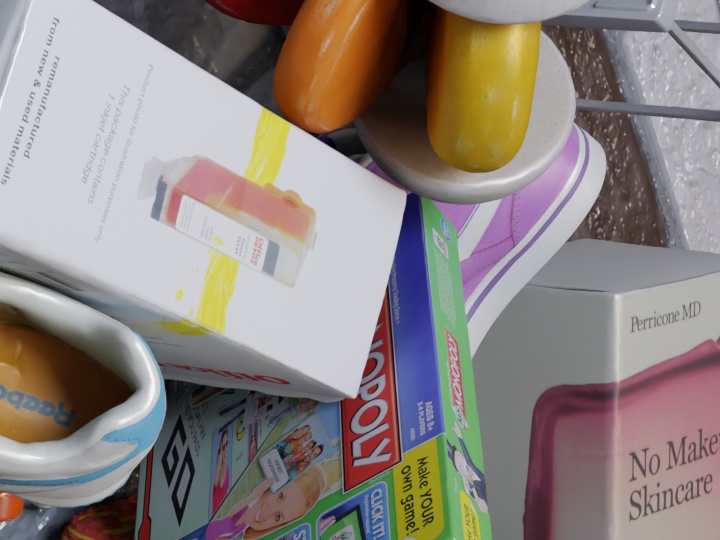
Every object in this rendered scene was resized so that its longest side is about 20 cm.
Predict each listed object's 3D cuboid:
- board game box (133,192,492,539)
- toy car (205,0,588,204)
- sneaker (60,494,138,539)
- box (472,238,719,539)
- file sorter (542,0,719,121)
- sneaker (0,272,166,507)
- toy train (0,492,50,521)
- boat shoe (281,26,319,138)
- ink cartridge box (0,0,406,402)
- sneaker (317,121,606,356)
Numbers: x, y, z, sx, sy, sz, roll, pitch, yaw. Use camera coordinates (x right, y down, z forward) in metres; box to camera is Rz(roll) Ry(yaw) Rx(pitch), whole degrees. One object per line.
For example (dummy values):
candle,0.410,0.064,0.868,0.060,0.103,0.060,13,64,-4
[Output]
board game box,-0.021,0.066,0.812,0.029,0.134,0.200,48,21,-29
toy car,0.014,-0.131,0.792,0.175,0.150,0.200,98,1,-60
sneaker,-0.046,0.139,0.916,0.200,0.073,0.077,23,86,-47
box,0.112,0.094,1.067,0.128,0.109,0.201,-12,105,-48
file sorter,0.127,-0.180,1.026,0.124,0.138,0.200,36,68,-50
sneaker,-0.158,0.022,0.698,0.199,0.081,0.077,10,71,-13
toy train,-0.164,0.114,0.788,0.150,0.055,0.200,84,23,-56
boat shoe,0.018,-0.074,0.962,0.074,0.067,0.200,-54,132,-30
ink cartridge box,-0.101,-0.027,0.765,0.200,0.145,0.084,29,72,-49
sneaker,0.000,0.000,0.927,0.114,0.073,0.201,30,97,-37
